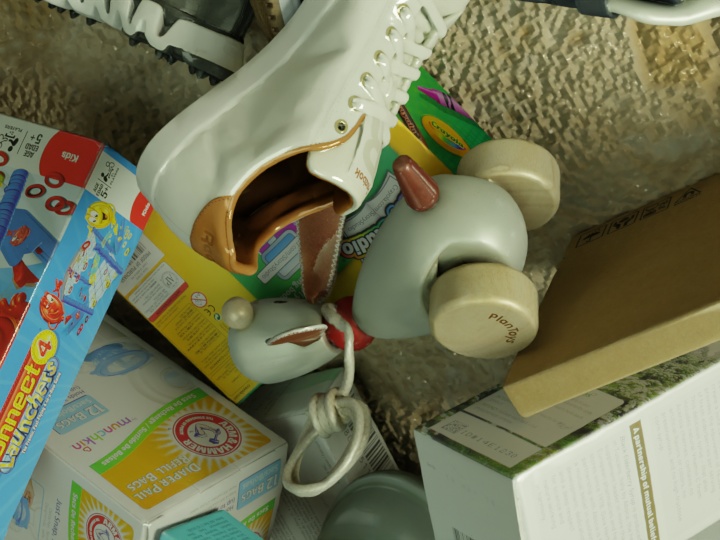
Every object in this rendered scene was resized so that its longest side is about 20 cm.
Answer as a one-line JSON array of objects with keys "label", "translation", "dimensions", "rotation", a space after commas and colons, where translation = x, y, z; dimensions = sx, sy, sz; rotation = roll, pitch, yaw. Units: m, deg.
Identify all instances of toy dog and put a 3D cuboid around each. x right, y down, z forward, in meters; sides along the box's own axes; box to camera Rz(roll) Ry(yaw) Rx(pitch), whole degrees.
[{"label": "toy dog", "translation": [0.000, 0.000, 0.767], "dimensions": [0.199, 0.133, 0.096], "rotation": [-38, 125, 21]}]

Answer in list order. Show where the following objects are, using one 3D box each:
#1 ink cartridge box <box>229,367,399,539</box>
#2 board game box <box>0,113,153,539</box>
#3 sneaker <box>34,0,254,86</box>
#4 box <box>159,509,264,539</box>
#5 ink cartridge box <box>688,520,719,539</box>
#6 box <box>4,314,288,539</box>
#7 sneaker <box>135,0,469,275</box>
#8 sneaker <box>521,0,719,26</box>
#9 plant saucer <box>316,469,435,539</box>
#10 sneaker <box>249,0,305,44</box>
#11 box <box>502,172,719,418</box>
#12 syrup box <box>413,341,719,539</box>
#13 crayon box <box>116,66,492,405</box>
[{"label": "ink cartridge box", "translation": [-0.055, 0.152, 0.977], "dimensions": [0.199, 0.050, 0.162], "rotation": [-15, 111, 40]}, {"label": "board game box", "translation": [-0.228, 0.013, 0.851], "dimensions": [0.198, 0.197, 0.056], "rotation": [15, 166, 32]}, {"label": "sneaker", "translation": [-0.126, -0.167, 0.824], "dimensions": [0.199, 0.066, 0.091], "rotation": [26, 95, 24]}, {"label": "box", "translation": [-0.022, 0.205, 0.783], "dimensions": [0.199, 0.049, 0.083], "rotation": [32, 113, 28]}, {"label": "ink cartridge box", "translation": [0.123, 0.230, 0.856], "dimensions": [0.145, 0.144, 0.202], "rotation": [44, 134, 42]}, {"label": "box", "translation": [-0.151, 0.105, 0.903], "dimensions": [0.199, 0.112, 0.102], "rotation": [32, 125, 29]}, {"label": "sneaker", "translation": [0.000, -0.075, 0.718], "dimensions": [0.200, 0.073, 0.085], "rotation": [-44, 59, 1]}, {"label": "sneaker", "translation": [0.108, -0.154, 0.736], "dimensions": [0.198, 0.080, 0.079], "rotation": [1, 117, 21]}, {"label": "plant saucer", "translation": [0.014, 0.205, 0.839], "dimensions": [0.199, 0.050, 0.202], "rotation": [20, 114, 54]}, {"label": "sneaker", "translation": [-0.009, -0.196, 0.734], "dimensions": [0.107, 0.070, 0.202], "rotation": [-15, 112, -12]}, {"label": "box", "translation": [0.167, -0.012, 0.735], "dimensions": [0.199, 0.164, 0.021], "rotation": [-24, 105, 28]}, {"label": "syrup box", "translation": [0.130, 0.077, 0.771], "dimensions": [0.078, 0.199, 0.082], "rotation": [20, 128, 55]}, {"label": "crayon box", "translation": [-0.040, -0.035, 0.860], "dimensions": [0.119, 0.058, 0.200], "rotation": [44, 121, -6]}]
